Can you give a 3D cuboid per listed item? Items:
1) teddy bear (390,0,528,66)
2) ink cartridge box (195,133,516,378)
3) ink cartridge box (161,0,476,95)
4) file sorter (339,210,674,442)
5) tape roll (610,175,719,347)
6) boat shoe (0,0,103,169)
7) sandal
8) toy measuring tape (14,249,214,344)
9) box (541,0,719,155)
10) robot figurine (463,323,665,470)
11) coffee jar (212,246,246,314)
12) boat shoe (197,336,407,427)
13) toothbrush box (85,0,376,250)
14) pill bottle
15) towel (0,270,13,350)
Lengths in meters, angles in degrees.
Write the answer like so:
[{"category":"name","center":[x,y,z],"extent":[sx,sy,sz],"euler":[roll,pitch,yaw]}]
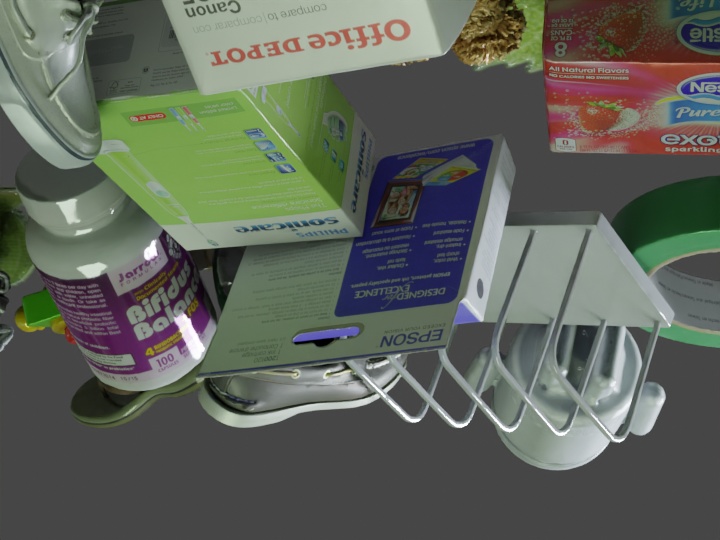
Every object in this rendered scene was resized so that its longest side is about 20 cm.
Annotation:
[{"category":"teddy bear","center":[0.033,-0.174,0.926],"extent":[0.145,0.067,0.200],"euler":[15,155,4]},{"category":"ink cartridge box","center":[0.000,0.000,1.145],"extent":[0.198,0.200,0.043],"euler":[-8,134,29]},{"category":"ink cartridge box","center":[-0.038,-0.198,0.804],"extent":[0.146,0.083,0.200],"euler":[-6,123,24]},{"category":"file sorter","center":[0.104,0.044,1.224],"extent":[0.200,0.125,0.139],"euler":[1,147,38]},{"category":"tape roll","center":[0.287,-0.003,1.236],"extent":[0.200,0.048,0.200],"euler":[6,154,3]},{"category":"boat shoe","center":[-0.183,-0.159,0.961],"extent":[0.086,0.075,0.202],"euler":[-16,110,18]},{"category":"sandal","center":[-0.203,0.090,1.535],"extent":[0.201,0.080,0.057],"euler":[-24,123,37]},{"category":"toy measuring tape","center":[-0.203,0.017,1.396],"extent":[0.200,0.074,0.074],"euler":[-17,147,14]},{"category":"box","center":[0.208,-0.130,0.946],"extent":[0.200,0.096,0.100],"euler":[2,152,10]},{"category":"robot figurine","center":[0.174,0.102,1.400],"extent":[0.170,0.113,0.200],"euler":[16,154,4]},{"category":"coffee jar","center":[-0.069,0.038,1.361],"extent":[0.104,0.085,0.200],"euler":[-6,154,-6]},{"category":"boat shoe","center":[-0.032,0.066,1.250],"extent":[0.202,0.072,0.060],"euler":[-13,136,-43]},{"category":"toothbrush box","center":[-0.096,-0.098,1.102],"extent":[0.146,0.086,0.200],"euler":[-5,150,24]},{"category":"pill bottle","center":[-0.189,-0.009,1.249],"extent":[0.112,0.112,0.200],"euler":[-2,137,18]},{"category":"towel","center":[-0.385,0.005,1.342],"extent":[0.200,0.086,0.166],"euler":[18,172,-17]}]
